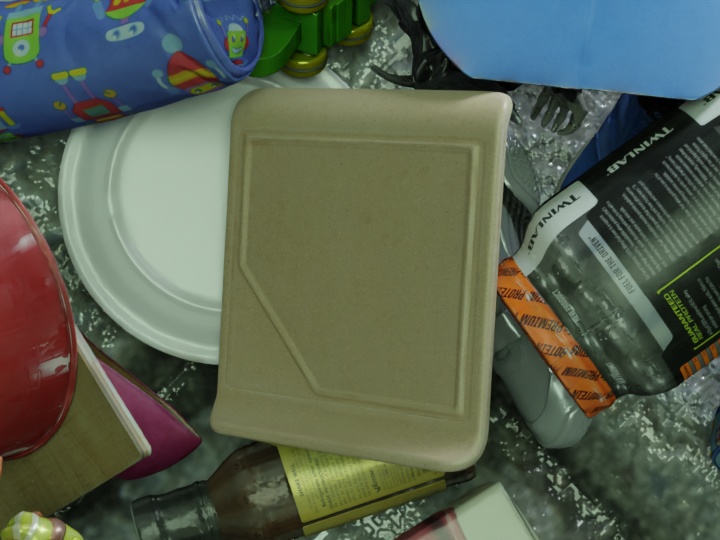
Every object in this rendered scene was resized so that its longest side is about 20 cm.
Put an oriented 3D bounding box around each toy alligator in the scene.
[{"bbox_3d":[-0.011,-0.175,1.085,0.054,0.059,0.200,33,54,27],"label":"toy alligator"}]

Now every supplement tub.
[{"bbox_3d":[0.174,-0.017,0.966,0.200,0.123,0.123,-36,85,2],"label":"supplement tub"}]

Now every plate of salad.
[{"bbox_3d":[-0.080,-0.043,1.079,0.199,0.048,0.201,1,82,-9],"label":"plate of salad"}]

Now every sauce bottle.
[{"bbox_3d":[-0.034,0.122,1.053,0.199,0.065,0.065,-17,83,-5],"label":"sauce bottle"}]

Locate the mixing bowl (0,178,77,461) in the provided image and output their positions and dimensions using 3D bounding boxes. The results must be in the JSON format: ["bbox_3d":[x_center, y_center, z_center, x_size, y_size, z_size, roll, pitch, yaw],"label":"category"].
[{"bbox_3d":[-0.263,0.035,0.981,0.200,0.200,0.108,52,41,5],"label":"mixing bowl"}]

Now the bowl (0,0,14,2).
[{"bbox_3d":[-0.144,-0.234,1.092,0.199,0.075,0.201,-1,81,-3],"label":"bowl"}]

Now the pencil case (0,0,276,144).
[{"bbox_3d":[-0.151,-0.129,1.022,0.199,0.078,0.087,-12,77,24],"label":"pencil case"}]

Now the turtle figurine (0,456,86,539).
[{"bbox_3d":[-0.144,0.190,0.993,0.064,0.161,0.201,-26,84,-5],"label":"turtle figurine"}]

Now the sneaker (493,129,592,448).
[{"bbox_3d":[0.059,0.015,1.050,0.114,0.075,0.201,-11,77,-26],"label":"sneaker"}]

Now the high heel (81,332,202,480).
[{"bbox_3d":[-0.164,0.028,1.055,0.096,0.067,0.201,-17,88,6],"label":"high heel"}]

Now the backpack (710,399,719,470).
[{"bbox_3d":[0.284,0.110,1.007,0.199,0.183,0.135,26,76,5],"label":"backpack"}]

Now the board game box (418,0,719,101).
[{"bbox_3d":[0.130,-0.149,0.992,0.199,0.039,0.159,6,58,9],"label":"board game box"}]

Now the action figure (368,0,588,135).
[{"bbox_3d":[0.093,-0.134,1.060,0.200,0.102,0.119,-34,59,-21],"label":"action figure"}]

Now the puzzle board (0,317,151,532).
[{"bbox_3d":[-0.212,0.044,1.028,0.017,0.151,0.200,-30,89,-49],"label":"puzzle board"}]

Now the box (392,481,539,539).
[{"bbox_3d":[0.018,0.216,1.011,0.200,0.128,0.109,-32,84,-6],"label":"box"}]

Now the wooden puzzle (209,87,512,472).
[{"bbox_3d":[0.000,0.000,0.992,0.184,0.037,0.201,5,89,36],"label":"wooden puzzle"}]

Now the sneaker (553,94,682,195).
[{"bbox_3d":[0.173,-0.073,1.061,0.077,0.111,0.200,31,83,2],"label":"sneaker"}]
